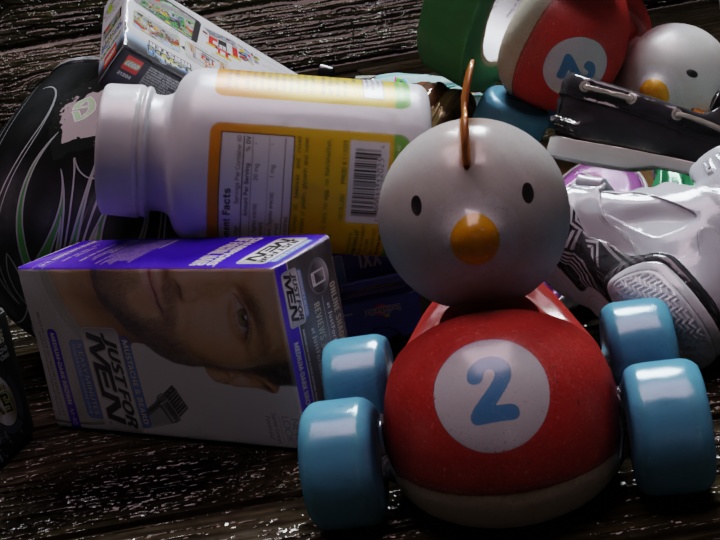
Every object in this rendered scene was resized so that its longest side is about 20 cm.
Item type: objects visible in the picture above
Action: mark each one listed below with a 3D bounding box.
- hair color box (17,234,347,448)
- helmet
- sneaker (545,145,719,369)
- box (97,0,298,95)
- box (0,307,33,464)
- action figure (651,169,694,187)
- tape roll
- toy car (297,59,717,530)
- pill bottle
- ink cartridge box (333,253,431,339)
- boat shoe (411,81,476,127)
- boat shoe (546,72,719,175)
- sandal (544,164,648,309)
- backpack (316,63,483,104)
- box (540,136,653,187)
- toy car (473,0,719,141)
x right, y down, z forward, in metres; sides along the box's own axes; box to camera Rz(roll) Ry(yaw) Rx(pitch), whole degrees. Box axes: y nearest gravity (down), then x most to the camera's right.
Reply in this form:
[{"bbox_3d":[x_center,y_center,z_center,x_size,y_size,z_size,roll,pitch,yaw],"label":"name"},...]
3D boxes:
[{"bbox_3d":[-0.106,0.040,0.705,0.200,0.109,0.065,-1,18,31],"label":"hair color box"},{"bbox_3d":[-0.191,-0.037,0.862,0.200,0.191,0.200,12,-22,5],"label":"helmet"},{"bbox_3d":[0.173,-0.029,0.719,0.115,0.075,0.200,-39,44,-10],"label":"sneaker"},{"bbox_3d":[-0.089,-0.125,0.836,0.200,0.035,0.110,28,30,-27],"label":"box"},{"bbox_3d":[-0.306,0.099,0.657,0.164,0.086,0.200,-7,15,11],"label":"box"},{"bbox_3d":[0.241,-0.044,0.811,0.118,0.055,0.200,-4,34,11],"label":"action figure"},{"bbox_3d":[0.123,-0.247,0.979,0.048,0.201,0.200,33,32,17],"label":"tape roll"},{"bbox_3d":[0.058,0.002,0.565,0.184,0.200,0.177,-8,15,8],"label":"toy car"},{"bbox_3d":[-0.061,-0.069,0.739,0.200,0.111,0.111,4,15,-4],"label":"pill bottle"},{"bbox_3d":[0.000,0.000,0.853,0.136,0.076,0.200,-11,17,-6],"label":"ink cartridge box"},{"bbox_3d":[0.022,-0.083,1.009,0.068,0.072,0.200,27,69,28],"label":"boat shoe"},{"bbox_3d":[0.222,-0.086,0.753,0.200,0.060,0.074,11,5,15],"label":"boat shoe"},{"bbox_3d":[0.149,-0.030,0.818,0.082,0.050,0.203,14,44,26],"label":"sandal"},{"bbox_3d":[0.043,-0.114,1.130,0.200,0.167,0.127,-18,33,-38],"label":"backpack"},{"bbox_3d":[0.206,-0.083,0.980,0.163,0.021,0.200,1,20,15],"label":"box"},{"bbox_3d":[0.231,-0.165,0.971,0.200,0.184,0.177,33,32,17],"label":"toy car"}]
